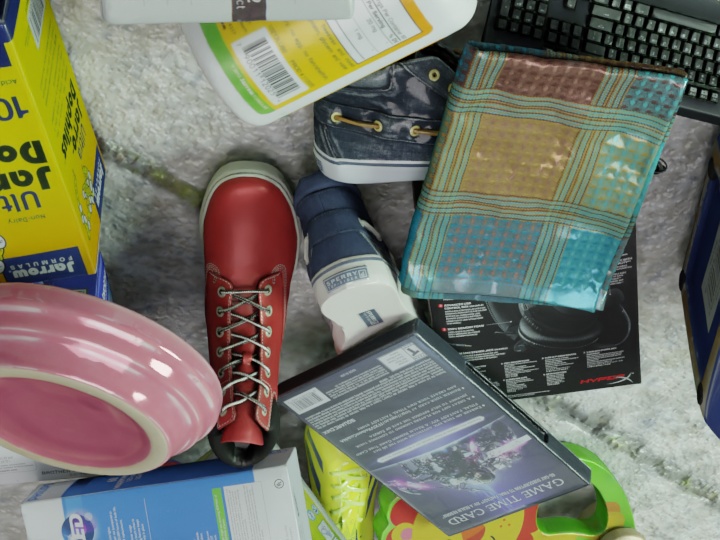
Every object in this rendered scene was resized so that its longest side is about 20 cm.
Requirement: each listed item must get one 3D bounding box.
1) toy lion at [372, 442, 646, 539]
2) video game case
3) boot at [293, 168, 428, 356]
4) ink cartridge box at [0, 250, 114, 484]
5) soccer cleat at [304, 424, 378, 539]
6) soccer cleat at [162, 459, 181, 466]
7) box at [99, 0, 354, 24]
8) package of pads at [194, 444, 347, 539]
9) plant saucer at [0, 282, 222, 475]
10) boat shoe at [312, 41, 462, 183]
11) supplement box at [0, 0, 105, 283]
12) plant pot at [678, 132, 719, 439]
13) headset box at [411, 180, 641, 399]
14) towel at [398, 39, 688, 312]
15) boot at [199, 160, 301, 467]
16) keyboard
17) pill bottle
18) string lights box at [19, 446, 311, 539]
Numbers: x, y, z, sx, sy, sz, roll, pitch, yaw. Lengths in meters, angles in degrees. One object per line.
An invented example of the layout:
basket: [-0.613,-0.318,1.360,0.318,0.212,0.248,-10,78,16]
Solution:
toy lion: [0.117,0.205,1.340,0.199,0.069,0.192,-27,116,-3]
video game case: [0.054,0.121,1.210,0.143,0.019,0.200,-27,125,36]
boot: [0.000,0.000,1.161,0.072,0.091,0.200,-17,160,1]
ink cartridge box: [-0.243,0.063,1.189,0.136,0.077,0.200,-5,134,0]
soccer cleat: [-0.013,0.186,1.312,0.064,0.084,0.201,1,132,-2]
soccer cleat: [-0.152,0.237,1.369,0.066,0.076,0.201,-23,119,-17]
box: [-0.069,-0.260,0.823,0.130,0.200,0.199,-2,132,-2]
package of pads: [-0.115,0.233,1.268,0.200,0.068,0.155,-35,94,8]
plant saucer: [-0.193,0.081,1.080,0.200,0.051,0.201,10,149,6]
boat shoe: [0.066,-0.109,1.058,0.199,0.071,0.091,-5,130,-1]
supplement box: [-0.238,-0.096,1.022,0.108,0.110,0.200,-9,133,4]
plant pot: [0.321,0.009,1.106,0.179,0.200,0.201,5,133,0]
headset box: [0.118,-0.003,1.155,0.148,0.077,0.201,-8,132,4]
towel: [0.112,-0.053,1.042,0.146,0.022,0.200,5,132,-10]
boot: [-0.077,0.037,1.132,0.072,0.145,0.201,1,131,-3]
keyboard: [0.169,-0.123,1.045,0.199,0.021,0.128,12,95,-15]
pill bottle: [0.000,-0.175,0.966,0.199,0.111,0.111,-24,130,17]
string lights box: [-0.139,0.198,1.200,0.199,0.059,0.103,-8,97,6]
